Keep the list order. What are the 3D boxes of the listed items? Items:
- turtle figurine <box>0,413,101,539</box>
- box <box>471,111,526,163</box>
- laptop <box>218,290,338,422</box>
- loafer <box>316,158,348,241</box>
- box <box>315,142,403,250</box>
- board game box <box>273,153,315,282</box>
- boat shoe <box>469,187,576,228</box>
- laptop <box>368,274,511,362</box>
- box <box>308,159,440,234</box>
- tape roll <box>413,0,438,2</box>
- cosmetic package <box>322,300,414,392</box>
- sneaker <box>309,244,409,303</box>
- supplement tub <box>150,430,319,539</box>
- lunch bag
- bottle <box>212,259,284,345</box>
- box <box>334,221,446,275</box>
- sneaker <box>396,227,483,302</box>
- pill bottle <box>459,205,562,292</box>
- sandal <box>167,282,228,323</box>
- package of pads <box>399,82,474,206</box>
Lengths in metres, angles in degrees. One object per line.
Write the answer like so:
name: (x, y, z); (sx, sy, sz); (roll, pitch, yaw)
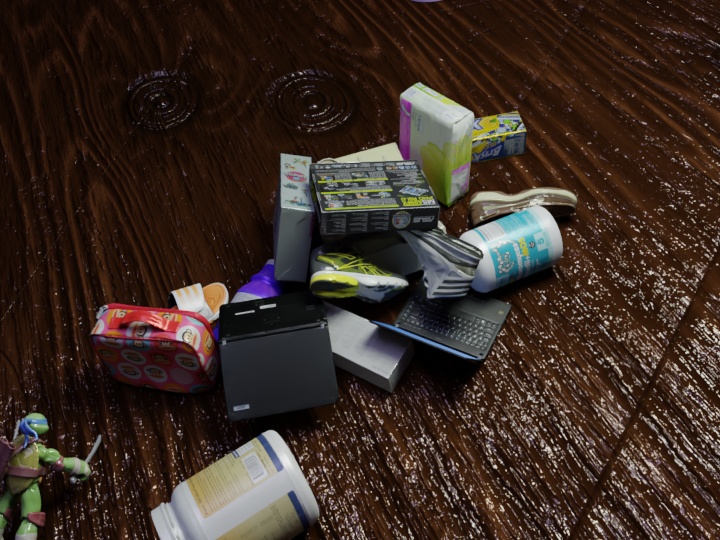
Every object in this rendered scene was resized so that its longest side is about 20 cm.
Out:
turtle figurine: (-0.487, 0.324, 1.119); (0.141, 0.200, 0.198); (15, 71, -15)
box: (0.242, -0.272, 1.547); (0.196, 0.065, 0.071); (-10, 47, -1)
laptop: (-0.136, 0.130, 1.196); (0.173, 0.105, 0.201); (-8, 25, -7)
loafer: (-0.051, -0.143, 1.342); (0.074, 0.069, 0.202); (-10, 47, 0)
box: (0.004, -0.137, 1.442); (0.196, 0.098, 0.178); (-15, 48, -6)
board game box: (-0.123, -0.099, 1.341); (0.063, 0.150, 0.201); (4, 35, -11)
boat shoe: (0.306, -0.104, 1.391); (0.198, 0.075, 0.076); (-3, 61, 15)
laptop: (0.137, 0.072, 1.227); (0.175, 0.104, 0.201); (19, 54, 24)
box: (0.018, -0.126, 1.238); (0.196, 0.045, 0.161); (-4, 38, -11)
tape roll: (0.194, -0.828, 2.058); (0.196, 0.066, 0.203); (-4, 47, 4)
cosmetic package: (-0.014, 0.123, 1.239); (0.197, 0.051, 0.083); (23, 57, 26)
sneaker: (0.000, 0.000, 1.254); (0.197, 0.074, 0.086); (8, 60, -37)
supplement tub: (-0.171, 0.331, 1.014); (0.198, 0.146, 0.145); (-28, 50, -17)
lunch bag: (-0.336, 0.122, 1.207); (0.196, 0.178, 0.083); (5, 52, 11)
bottle: (-0.189, 0.067, 1.308); (0.082, 0.066, 0.202); (14, 51, 16)
box: (0.058, -0.032, 1.345); (0.197, 0.069, 0.082); (-20, 27, -11)
sneaker: (0.108, -0.015, 1.246); (0.075, 0.117, 0.199); (1, 23, -46)
pill bottle: (0.245, -0.031, 1.298); (0.197, 0.112, 0.112); (-21, 48, -9)
sandal: (-0.332, 0.076, 1.327); (0.205, 0.060, 0.079); (-30, 51, -18)
package of pads: (0.146, -0.242, 1.442); (0.068, 0.202, 0.154); (-32, 51, -27)
